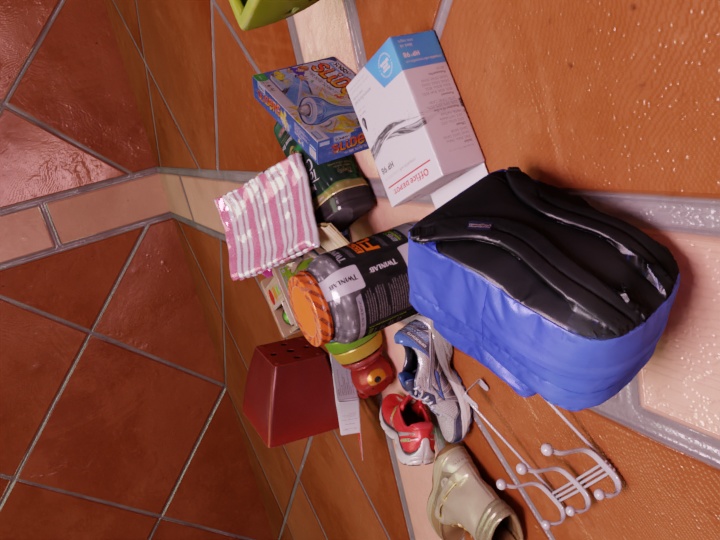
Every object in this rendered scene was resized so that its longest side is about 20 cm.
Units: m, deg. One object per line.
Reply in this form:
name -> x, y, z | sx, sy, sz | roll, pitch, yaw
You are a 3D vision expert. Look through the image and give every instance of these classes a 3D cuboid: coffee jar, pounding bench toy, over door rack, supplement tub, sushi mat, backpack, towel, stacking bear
coffee jar -> -0.057, -0.162, 0.936 | 0.104, 0.085, 0.202 | -36, 76, 49
pounding bench toy -> -0.097, 0.079, 1.175 | 0.202, 0.123, 0.156 | 66, 156, 7
over door rack -> 0.195, 0.198, 0.708 | 0.201, 0.066, 0.148 | 58, 153, 25
supplement tub -> 0.011, 0.020, 0.799 | 0.123, 0.198, 0.124 | 45, 147, 42
sushi mat -> 0.000, 0.000, 0.925 | 0.200, 0.012, 0.095 | 45, 163, -17
backpack -> 0.165, 0.022, 0.529 | 0.199, 0.162, 0.169 | 31, 147, 37
towel -> -0.150, -0.079, 0.935 | 0.198, 0.030, 0.148 | -21, 80, 36
stacking bear -> -0.007, 0.126, 1.048 | 0.202, 0.120, 0.114 | 65, 164, -10

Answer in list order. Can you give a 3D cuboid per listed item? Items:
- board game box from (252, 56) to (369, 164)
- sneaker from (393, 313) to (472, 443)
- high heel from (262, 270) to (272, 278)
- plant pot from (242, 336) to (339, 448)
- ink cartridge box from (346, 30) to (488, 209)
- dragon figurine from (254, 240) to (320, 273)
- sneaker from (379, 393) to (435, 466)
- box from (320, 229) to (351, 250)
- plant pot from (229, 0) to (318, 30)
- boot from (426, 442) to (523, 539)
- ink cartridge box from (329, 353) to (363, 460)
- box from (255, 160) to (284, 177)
board game box -> -0.046, -0.224, 0.810 | 0.200, 0.134, 0.035 | 49, 150, 38
sneaker -> 0.097, 0.165, 0.872 | 0.077, 0.084, 0.203 | -2, 108, 65
high heel -> -0.167, 0.062, 1.351 | 0.067, 0.095, 0.203 | 6, 114, 64
plant pot -> -0.162, 0.270, 1.414 | 0.199, 0.198, 0.179 | 27, 121, 57
ink cartridge box -> 0.067, -0.153, 0.692 | 0.116, 0.066, 0.202 | -26, 85, 61
dragon figurine -> -0.110, -0.050, 1.004 | 0.197, 0.100, 0.059 | 6, 129, 27
sneaker -> 0.082, 0.236, 0.968 | 0.200, 0.076, 0.086 | -138, 49, -74
box -> -0.087, -0.118, 1.102 | 0.199, 0.039, 0.139 | 27, 132, 57
plant pot -> -0.060, -0.406, 0.634 | 0.200, 0.180, 0.202 | -14, 96, 67
boot -> 0.171, 0.382, 0.899 | 0.155, 0.072, 0.203 | 43, 140, 51
ink cartridge box -> -0.031, 0.244, 1.181 | 0.201, 0.043, 0.176 | -104, 9, -54
box -> -0.135, -0.136, 1.094 | 0.200, 0.041, 0.121 | 2, 110, 67
